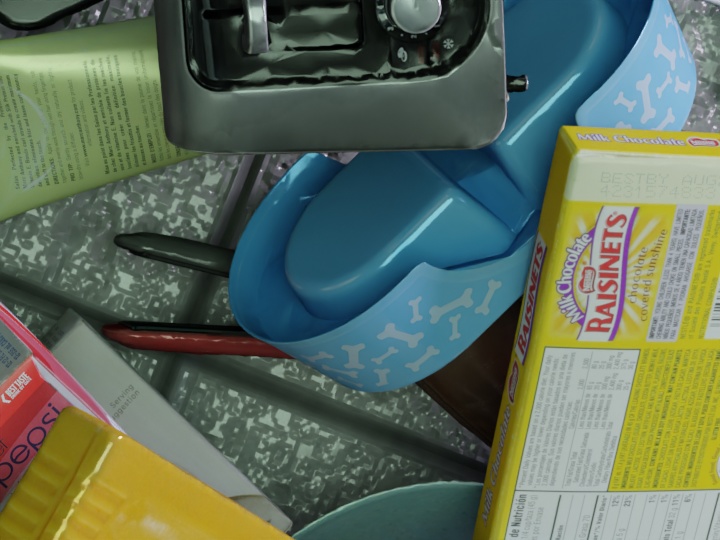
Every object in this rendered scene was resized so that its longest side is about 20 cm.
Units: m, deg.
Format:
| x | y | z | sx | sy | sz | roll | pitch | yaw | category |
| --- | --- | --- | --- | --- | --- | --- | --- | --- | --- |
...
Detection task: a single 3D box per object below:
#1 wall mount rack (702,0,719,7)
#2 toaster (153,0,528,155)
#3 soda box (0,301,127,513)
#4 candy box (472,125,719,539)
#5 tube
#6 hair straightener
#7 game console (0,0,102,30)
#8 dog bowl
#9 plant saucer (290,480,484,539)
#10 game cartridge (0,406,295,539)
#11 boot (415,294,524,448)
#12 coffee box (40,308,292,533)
| x | y | z | sx | sy | sz | roll | pitch | yaw | category |
| --- | --- | --- | --- | --- | --- | --- | --- | --- | --- |
| 0.181 | -0.162 | 0.958 | 0.173 | 0.075 | 0.201 | 10 | 89 | -11 | wall mount rack |
| -0.016 | -0.148 | 0.817 | 0.118 | 0.200 | 0.181 | -4 | 108 | -5 | toaster |
| -0.149 | 0.038 | 0.837 | 0.070 | 0.200 | 0.063 | -47 | 122 | -6 | soda box |
| 0.103 | 0.042 | 0.870 | 0.102 | 0.026 | 0.200 | 3 | 120 | -13 | candy box |
| -0.061 | -0.075 | 0.929 | 0.199 | 0.052 | 0.058 | -15 | 78 | -9 | tube |
| 0.000 | 0.000 | 0.946 | 0.199 | 0.041 | 0.077 | 6 | 91 | -11 | hair straightener |
| -0.081 | -0.212 | 0.883 | 0.200 | 0.116 | 0.176 | -26 | 87 | -8 | game console |
| 0.041 | -0.036 | 0.882 | 0.200 | 0.111 | 0.050 | -45 | 122 | 1 | dog bowl |
| 0.022 | 0.172 | 0.946 | 0.200 | 0.039 | 0.202 | -4 | 106 | -14 | plant saucer |
| -0.096 | 0.157 | 0.769 | 0.032 | 0.176 | 0.200 | 28 | 83 | 28 | game cartridge |
| 0.132 | 0.034 | 0.945 | 0.186 | 0.064 | 0.200 | -41 | 109 | -5 | boot |
| -0.138 | 0.126 | 0.905 | 0.114 | 0.080 | 0.200 | 45 | 84 | -9 | coffee box |
